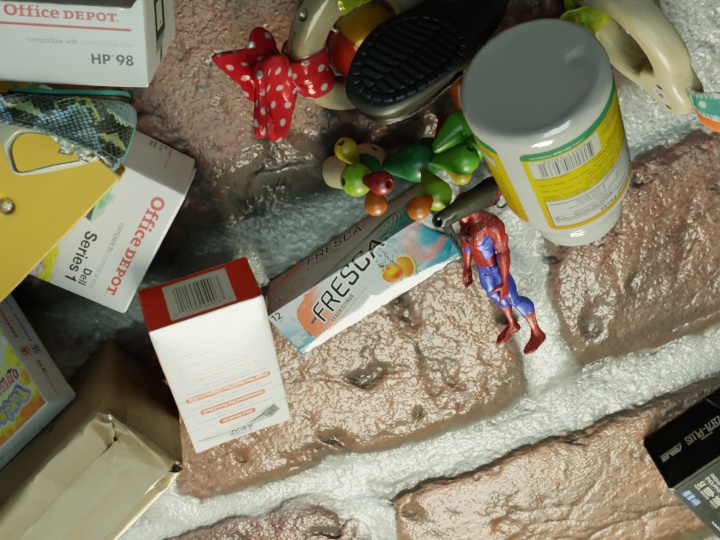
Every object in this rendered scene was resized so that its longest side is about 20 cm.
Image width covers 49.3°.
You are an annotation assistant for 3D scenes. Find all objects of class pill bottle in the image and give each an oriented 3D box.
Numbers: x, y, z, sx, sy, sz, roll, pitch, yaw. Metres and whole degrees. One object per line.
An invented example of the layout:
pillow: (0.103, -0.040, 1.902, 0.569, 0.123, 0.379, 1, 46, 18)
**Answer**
pill bottle: (0.161, -0.100, 0.646, 0.112, 0.113, 0.200, -29, 147, 11)

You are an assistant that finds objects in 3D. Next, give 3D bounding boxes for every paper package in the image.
paper package: (-0.275, 0.191, 0.777, 0.191, 0.200, 0.103, -46, 111, 0)

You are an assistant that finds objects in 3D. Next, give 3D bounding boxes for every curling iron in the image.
curling iron: (0.112, -0.063, 0.708, 0.026, 0.200, 0.050, 39, 120, 11)

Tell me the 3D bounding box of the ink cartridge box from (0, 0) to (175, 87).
ink cartridge box: (-0.210, -0.188, 0.587, 0.115, 0.200, 0.067, 1, 120, -6)

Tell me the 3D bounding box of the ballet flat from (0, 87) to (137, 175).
ballet flat: (-0.267, -0.105, 0.572, 0.199, 0.074, 0.075, 4, 120, -4)

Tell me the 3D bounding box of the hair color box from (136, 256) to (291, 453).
hair color box: (-0.143, 0.090, 0.798, 0.110, 0.064, 0.201, -18, 135, -13)

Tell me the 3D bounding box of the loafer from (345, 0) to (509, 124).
loafer: (0.063, -0.177, 0.645, 0.073, 0.200, 0.071, 36, 152, 17)

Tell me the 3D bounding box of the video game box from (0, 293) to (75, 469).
video game box: (-0.400, 0.112, 0.778, 0.200, 0.047, 0.182, -42, 80, 17)

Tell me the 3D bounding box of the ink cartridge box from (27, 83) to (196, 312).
ink cartridge box: (-0.272, -0.072, 0.716, 0.199, 0.084, 0.145, 26, 114, -18)

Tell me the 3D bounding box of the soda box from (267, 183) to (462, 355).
soda box: (0.000, 0.000, 0.793, 0.199, 0.069, 0.064, -33, 118, 15)

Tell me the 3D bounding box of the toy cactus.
toy cactus: (0.029, -0.102, 0.702, 0.164, 0.200, 0.103, 0, 117, 42)

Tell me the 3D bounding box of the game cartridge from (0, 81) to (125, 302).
game cartridge: (-0.325, -0.090, 0.638, 0.176, 0.032, 0.200, -40, 112, 16)

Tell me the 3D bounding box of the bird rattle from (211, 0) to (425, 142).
bird rattle: (-0.015, -0.191, 0.654, 0.163, 0.113, 0.201, 9, 113, -46)

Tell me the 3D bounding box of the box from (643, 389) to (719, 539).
box: (0.484, 0.249, 0.978, 0.164, 0.086, 0.200, -39, 116, 16)

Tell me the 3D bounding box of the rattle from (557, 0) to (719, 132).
rattle: (0.222, -0.149, 0.667, 0.143, 0.130, 0.200, -43, 94, -9)

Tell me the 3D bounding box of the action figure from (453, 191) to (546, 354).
action figure: (0.137, 0.003, 0.813, 0.052, 0.065, 0.201, -36, 121, -19)
